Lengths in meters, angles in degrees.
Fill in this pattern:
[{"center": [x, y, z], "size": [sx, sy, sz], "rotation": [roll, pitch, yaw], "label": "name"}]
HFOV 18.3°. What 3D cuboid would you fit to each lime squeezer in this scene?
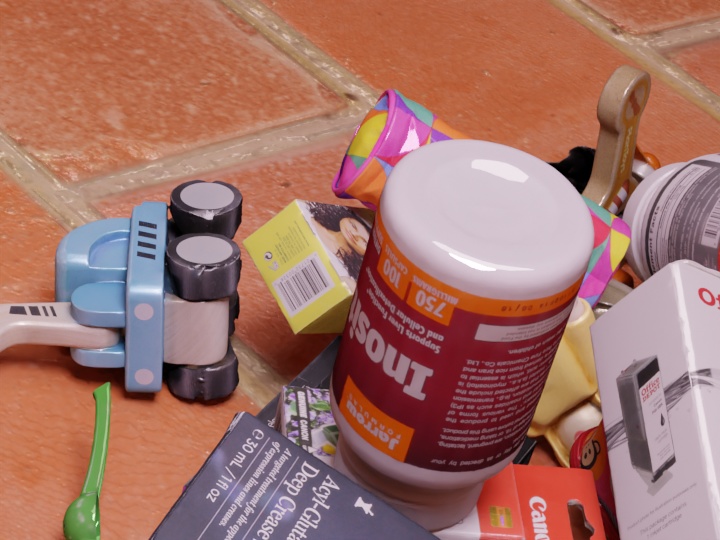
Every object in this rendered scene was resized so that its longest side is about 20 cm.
[{"center": [-0.124, 0.155, 1.260], "size": [0.070, 0.038, 0.200], "rotation": [-18, 55, -33], "label": "lime squeezer"}]

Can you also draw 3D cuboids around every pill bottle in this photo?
[{"center": [0.046, 0.040, 1.181], "size": [0.112, 0.201, 0.113], "rotation": [9, 40, -7], "label": "pill bottle"}, {"center": [0.255, -0.018, 1.480], "size": [0.115, 0.117, 0.200], "rotation": [7, 5, -17], "label": "pill bottle"}]

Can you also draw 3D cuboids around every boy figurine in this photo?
[{"center": [0.103, 0.066, 1.441], "size": [0.200, 0.124, 0.065], "rotation": [48, 11, -27], "label": "boy figurine"}]

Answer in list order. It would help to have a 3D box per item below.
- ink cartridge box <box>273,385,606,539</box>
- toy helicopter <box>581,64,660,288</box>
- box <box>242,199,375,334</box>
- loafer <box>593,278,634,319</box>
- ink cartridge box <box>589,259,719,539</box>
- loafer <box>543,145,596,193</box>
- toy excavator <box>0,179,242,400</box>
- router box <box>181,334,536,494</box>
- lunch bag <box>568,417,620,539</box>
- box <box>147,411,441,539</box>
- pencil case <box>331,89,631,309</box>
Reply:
[{"center": [0.050, 0.127, 1.278], "size": [0.198, 0.051, 0.109], "rotation": [6, 39, -10], "label": "ink cartridge box"}, {"center": [0.185, -0.065, 1.601], "size": [0.079, 0.201, 0.132], "rotation": [30, 47, 26], "label": "toy helicopter"}, {"center": [0.000, 0.000, 1.465], "size": [0.076, 0.050, 0.200], "rotation": [59, 19, 13], "label": "box"}, {"center": [0.182, 0.054, 1.538], "size": [0.198, 0.076, 0.068], "rotation": [12, 26, -11], "label": "loafer"}, {"center": [0.221, 0.114, 1.294], "size": [0.146, 0.083, 0.201], "rotation": [21, 48, -30], "label": "ink cartridge box"}, {"center": [0.182, -0.055, 1.707], "size": [0.199, 0.072, 0.073], "rotation": [-2, 37, -28], "label": "loafer"}, {"center": [-0.174, 0.029, 1.400], "size": [0.198, 0.101, 0.195], "rotation": [1, 32, -3], "label": "toy excavator"}, {"center": [0.000, 0.132, 1.348], "size": [0.148, 0.051, 0.200], "rotation": [28, 35, 15], "label": "router box"}, {"center": [0.245, 0.144, 1.408], "size": [0.199, 0.082, 0.177], "rotation": [-14, 63, -40], "label": "lunch bag"}, {"center": [-0.027, 0.197, 1.146], "size": [0.199, 0.107, 0.149], "rotation": [33, 37, 2], "label": "box"}, {"center": [0.080, -0.040, 1.458], "size": [0.199, 0.089, 0.089], "rotation": [30, 29, -16], "label": "pencil case"}]
